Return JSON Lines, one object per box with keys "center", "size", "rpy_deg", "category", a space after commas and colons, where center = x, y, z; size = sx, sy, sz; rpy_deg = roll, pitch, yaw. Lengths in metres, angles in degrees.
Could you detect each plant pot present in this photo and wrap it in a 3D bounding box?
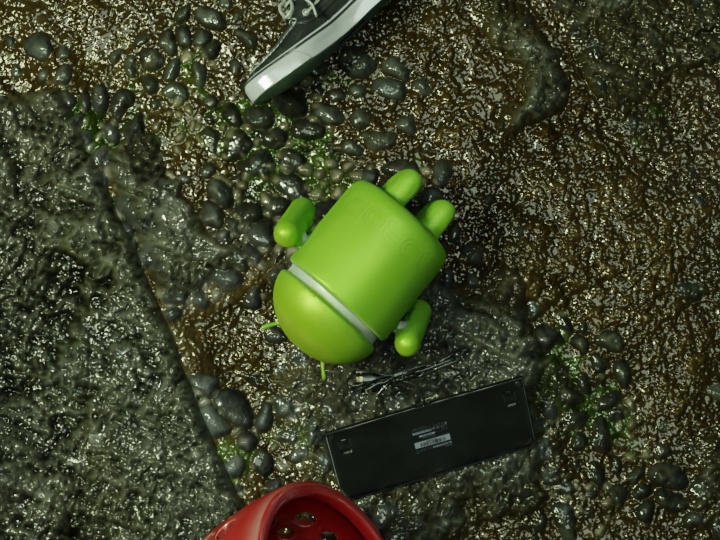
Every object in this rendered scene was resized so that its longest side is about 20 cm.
{"center": [-0.079, 0.308, 1.029], "size": [0.182, 0.200, 0.202], "rpy_deg": [-34, 85, 28], "category": "plant pot"}

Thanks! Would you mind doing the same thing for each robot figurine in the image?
{"center": [0.000, 0.000, 1.113], "size": [0.175, 0.116, 0.201], "rpy_deg": [40, 86, -9], "category": "robot figurine"}

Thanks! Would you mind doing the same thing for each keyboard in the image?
{"center": [0.061, 0.136, 1.135], "size": [0.197, 0.021, 0.129], "rpy_deg": [-15, 111, -4], "category": "keyboard"}

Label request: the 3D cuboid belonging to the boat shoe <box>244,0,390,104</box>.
{"center": [-0.044, -0.243, 1.155], "size": [0.199, 0.074, 0.068], "rpy_deg": [-42, 91, -5], "category": "boat shoe"}
